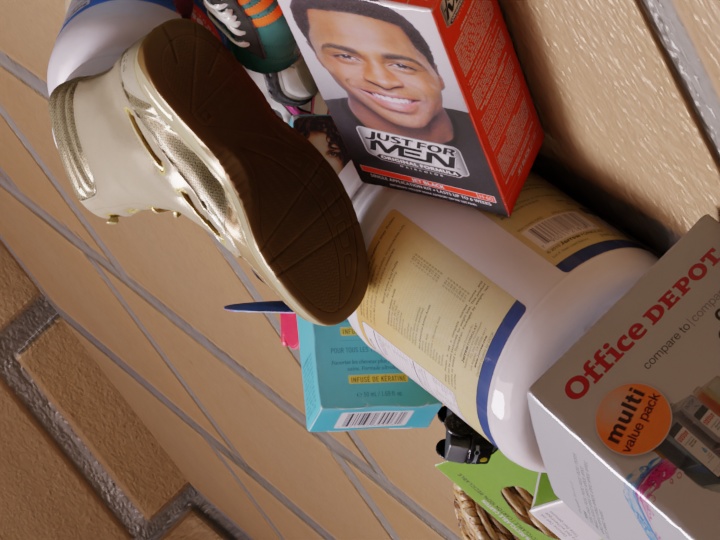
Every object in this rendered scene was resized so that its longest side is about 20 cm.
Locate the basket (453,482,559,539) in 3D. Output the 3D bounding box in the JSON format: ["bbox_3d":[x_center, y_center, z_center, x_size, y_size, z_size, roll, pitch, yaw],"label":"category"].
[{"bbox_3d":[0.162,0.204,1.918,0.200,0.143,0.149,44,168,15],"label":"basket"}]

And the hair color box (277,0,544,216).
[{"bbox_3d":[0.029,-0.115,1.451,0.101,0.061,0.200,14,153,25],"label":"hair color box"}]

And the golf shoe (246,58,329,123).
[{"bbox_3d":[-0.058,-0.112,1.783,0.073,0.092,0.200,42,169,15],"label":"golf shoe"}]

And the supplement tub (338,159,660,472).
[{"bbox_3d":[0.078,0.011,1.565,0.200,0.144,0.145,38,166,38],"label":"supplement tub"}]

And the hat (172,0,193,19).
[{"bbox_3d":[-0.086,-0.223,1.515,0.176,0.166,0.200,25,-176,-36],"label":"hat"}]

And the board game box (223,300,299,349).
[{"bbox_3d":[0.003,0.043,1.857,0.199,0.039,0.158,0,-178,27],"label":"board game box"}]

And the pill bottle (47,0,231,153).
[{"bbox_3d":[-0.140,-0.139,1.711,0.112,0.112,0.200,52,-156,-26],"label":"pill bottle"}]

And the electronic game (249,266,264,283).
[{"bbox_3d":[-0.074,-0.077,1.889,0.200,0.041,0.201,-16,-90,-83],"label":"electronic game"}]

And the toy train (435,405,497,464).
[{"bbox_3d":[0.077,0.046,1.705,0.046,0.201,0.034,11,135,-6],"label":"toy train"}]

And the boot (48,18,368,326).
[{"bbox_3d":[-0.093,-0.045,1.560,0.200,0.073,0.155,52,148,-13],"label":"boot"}]

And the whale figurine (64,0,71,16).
[{"bbox_3d":[-0.165,-0.181,1.989,0.159,0.103,0.201,-159,52,-67],"label":"whale figurine"}]

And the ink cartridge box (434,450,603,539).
[{"bbox_3d":[0.157,0.161,1.649,0.200,0.076,0.148,-24,126,39],"label":"ink cartridge box"}]

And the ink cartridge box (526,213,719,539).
[{"bbox_3d":[0.208,0.103,1.396,0.200,0.145,0.145,41,167,26],"label":"ink cartridge box"}]

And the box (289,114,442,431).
[{"bbox_3d":[0.000,0.000,1.693,0.049,0.082,0.201,118,148,-66],"label":"box"}]

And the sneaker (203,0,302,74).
[{"bbox_3d":[-0.073,-0.171,1.451,0.071,0.080,0.200,45,156,27],"label":"sneaker"}]
